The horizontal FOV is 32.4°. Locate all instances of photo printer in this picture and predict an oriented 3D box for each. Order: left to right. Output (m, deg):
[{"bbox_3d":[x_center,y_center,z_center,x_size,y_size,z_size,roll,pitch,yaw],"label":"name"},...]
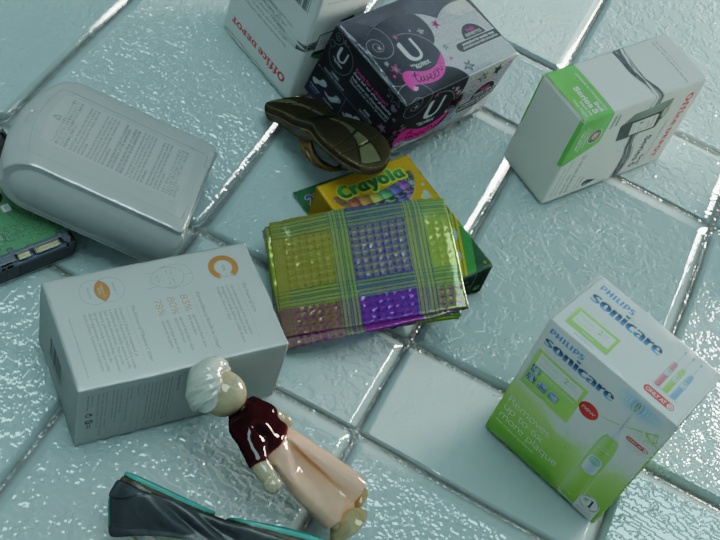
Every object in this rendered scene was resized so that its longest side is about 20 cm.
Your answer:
[{"bbox_3d":[-0.259,-0.104,1.261,0.200,0.069,0.167,24,40,-11],"label":"photo printer"}]

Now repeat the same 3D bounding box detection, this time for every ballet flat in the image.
[{"bbox_3d":[-0.127,0.237,1.078,0.200,0.073,0.073,20,50,-9],"label":"ballet flat"}]

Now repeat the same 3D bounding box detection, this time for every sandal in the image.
[{"bbox_3d":[-0.040,-0.141,1.374,0.082,0.055,0.200,-15,32,-39],"label":"sandal"}]

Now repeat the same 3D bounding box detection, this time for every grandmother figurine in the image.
[{"bbox_3d":[-0.077,0.152,1.107,0.200,0.061,0.121,45,6,-13],"label":"grandmother figurine"}]

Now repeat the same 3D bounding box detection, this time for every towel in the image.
[{"bbox_3d":[0.000,0.000,1.263,0.200,0.023,0.144,-11,65,2],"label":"towel"}]

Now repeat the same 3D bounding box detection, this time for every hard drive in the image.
[{"bbox_3d":[-0.394,-0.071,1.245,0.140,0.038,0.200,-26,64,-31],"label":"hard drive"}]

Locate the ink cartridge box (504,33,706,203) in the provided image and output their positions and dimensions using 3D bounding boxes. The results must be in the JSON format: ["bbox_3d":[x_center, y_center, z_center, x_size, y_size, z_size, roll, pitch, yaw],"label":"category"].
[{"bbox_3d":[0.287,-0.179,1.459,0.200,0.146,0.084,-21,62,-28],"label":"ink cartridge box"}]

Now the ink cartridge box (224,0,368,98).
[{"bbox_3d":[-0.069,-0.322,1.429,0.084,0.200,0.146,-23,64,-33],"label":"ink cartridge box"}]

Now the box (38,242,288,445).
[{"bbox_3d":[-0.187,0.066,1.163,0.200,0.098,0.124,-12,58,-23],"label":"box"}]

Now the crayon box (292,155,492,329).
[{"bbox_3d":[0.033,-0.046,1.343,0.126,0.052,0.200,-22,62,-29],"label":"crayon box"}]

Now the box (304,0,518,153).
[{"bbox_3d":[0.061,-0.232,1.436,0.200,0.115,0.132,-29,73,-36],"label":"box"}]

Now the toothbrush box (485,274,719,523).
[{"bbox_3d":[0.223,0.125,1.174,0.146,0.200,0.086,42,53,15],"label":"toothbrush box"}]
